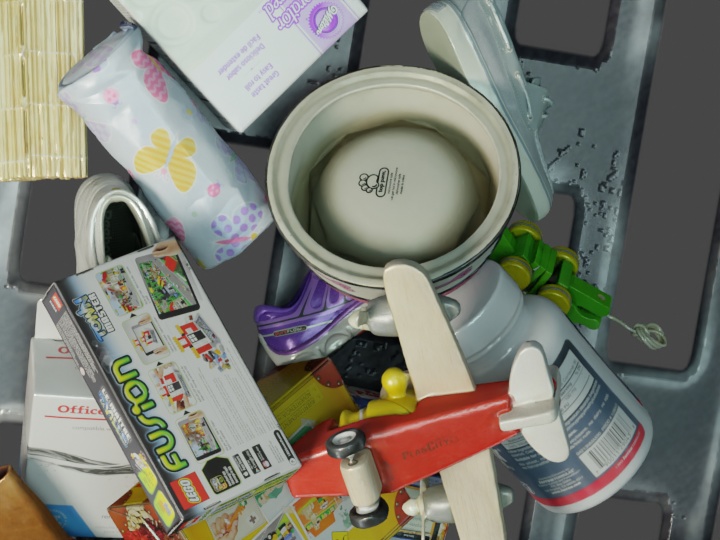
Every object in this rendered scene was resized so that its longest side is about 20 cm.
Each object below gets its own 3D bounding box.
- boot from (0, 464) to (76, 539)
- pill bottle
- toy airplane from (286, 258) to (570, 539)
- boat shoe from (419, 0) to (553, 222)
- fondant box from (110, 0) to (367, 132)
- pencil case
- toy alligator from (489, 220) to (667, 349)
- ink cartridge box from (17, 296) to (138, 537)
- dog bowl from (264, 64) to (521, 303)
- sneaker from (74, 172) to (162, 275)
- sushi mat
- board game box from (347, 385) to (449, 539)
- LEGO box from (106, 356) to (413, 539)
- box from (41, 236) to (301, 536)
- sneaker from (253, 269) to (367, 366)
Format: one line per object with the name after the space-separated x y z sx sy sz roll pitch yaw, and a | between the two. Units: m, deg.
-0.221 0.209 1.689 0.188 0.069 0.200 -19 129 22 | boot
0.135 0.090 1.750 0.120 0.120 0.200 -43 114 -3 | pill bottle
0.059 0.108 1.642 0.199 0.141 0.201 24 101 -19 | toy airplane
0.120 -0.138 1.759 0.071 0.070 0.201 -32 108 -17 | boat shoe
-0.114 -0.230 1.703 0.144 0.058 0.200 -44 106 -6 | fondant box
-0.150 -0.096 1.702 0.083 0.091 0.200 -37 104 5 | pencil case
0.162 0.020 1.800 0.200 0.059 0.054 35 132 -14 | toy alligator
-0.202 0.117 1.681 0.115 0.067 0.200 3 131 -11 | ink cartridge box
0.027 -0.059 1.708 0.199 0.074 0.201 -2 63 3 | dog bowl
-0.188 0.029 1.698 0.073 0.116 0.201 -10 100 -12 | sneaker
-0.264 -0.169 1.709 0.095 0.012 0.201 -2 98 -11 | sushi mat
-0.003 0.200 1.791 0.151 0.046 0.201 14 95 -13 | board game box
-0.071 0.184 1.666 0.200 0.077 0.149 -39 106 -36 | LEGO box
-0.139 0.082 1.590 0.110 0.035 0.200 -22 76 -33 | box
0.000 0.000 1.754 0.200 0.081 0.084 -37 90 -8 | sneaker
